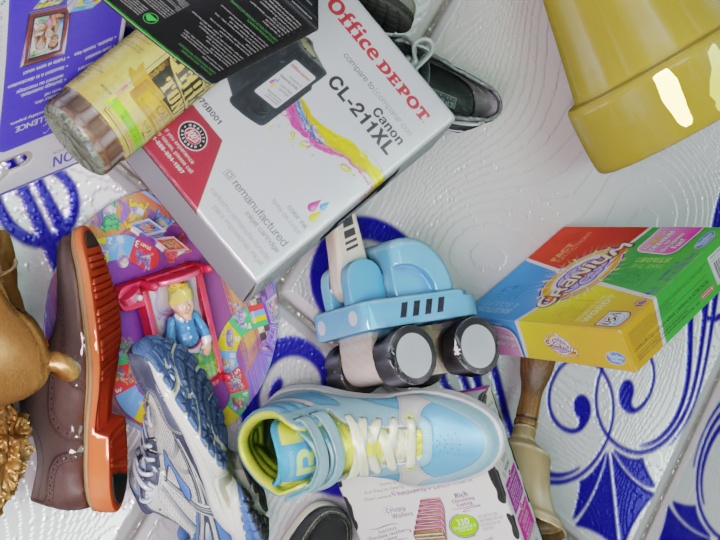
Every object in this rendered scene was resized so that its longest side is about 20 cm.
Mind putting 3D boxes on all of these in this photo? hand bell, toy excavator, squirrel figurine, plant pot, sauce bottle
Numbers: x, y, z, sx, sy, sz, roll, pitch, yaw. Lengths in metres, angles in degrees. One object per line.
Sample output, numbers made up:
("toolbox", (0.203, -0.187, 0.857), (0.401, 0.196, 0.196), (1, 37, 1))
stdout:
("hand bell", (0.150, 0.129, 1.238), (0.104, 0.104, 0.202), (29, 65, -33))
("toy excavator", (0.000, 0.000, 1.121), (0.193, 0.100, 0.202), (-6, 82, -34))
("squirrel figurine", (-0.245, 0.076, 0.879), (0.140, 0.186, 0.202), (-11, 99, -34))
("plant pot", (0.254, -0.216, 1.229), (0.200, 0.200, 0.190), (-33, 96, -30))
("sauce bottle", (-0.123, -0.149, 0.949), (0.200, 0.065, 0.065), (-44, 115, -17))

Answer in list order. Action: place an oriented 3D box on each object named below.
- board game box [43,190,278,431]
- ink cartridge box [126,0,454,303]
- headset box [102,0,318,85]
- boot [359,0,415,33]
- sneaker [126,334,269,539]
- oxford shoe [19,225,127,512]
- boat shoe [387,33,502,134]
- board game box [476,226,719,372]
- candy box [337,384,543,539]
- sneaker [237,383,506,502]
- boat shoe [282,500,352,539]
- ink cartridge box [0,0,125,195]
("board game box", (-0.138, 0.042, 1.042), (0.199, 0.039, 0.159), (35, 73, -31))
("ink cartridge box", (-0.053, -0.099, 1.026), (0.200, 0.083, 0.146), (-40, 89, -17))
("headset box", (-0.110, -0.253, 0.864), (0.174, 0.092, 0.202), (36, 43, -45))
("boot", (-0.020, -0.284, 1.075), (0.199, 0.068, 0.132), (31, 75, -14))
("sneaker", (-0.136, 0.140, 1.016), (0.084, 0.077, 0.201), (-18, 119, 6))
("oxford shoe", (-0.207, 0.070, 0.971), (0.072, 0.071, 0.202), (-2, 92, 5))
("boat shoe", (0.031, -0.157, 1.137), (0.198, 0.068, 0.074), (22, 80, -34))
("board game box", (0.202, 0.019, 1.188), (0.153, 0.199, 0.041), (-38, 112, -28))
("candy box", (0.070, 0.206, 1.139), (0.061, 0.135, 0.202), (-56, 129, -63))
("sneaker", (0.001, 0.133, 1.027), (0.130, 0.198, 0.080), (-19, 108, -70))
("boat shoe", (-0.045, 0.285, 1.107), (0.071, 0.067, 0.202), (28, 75, -31))
("ink cartridge box", (-0.245, -0.126, 0.907), (0.197, 0.043, 0.201), (-28, 152, -35))
